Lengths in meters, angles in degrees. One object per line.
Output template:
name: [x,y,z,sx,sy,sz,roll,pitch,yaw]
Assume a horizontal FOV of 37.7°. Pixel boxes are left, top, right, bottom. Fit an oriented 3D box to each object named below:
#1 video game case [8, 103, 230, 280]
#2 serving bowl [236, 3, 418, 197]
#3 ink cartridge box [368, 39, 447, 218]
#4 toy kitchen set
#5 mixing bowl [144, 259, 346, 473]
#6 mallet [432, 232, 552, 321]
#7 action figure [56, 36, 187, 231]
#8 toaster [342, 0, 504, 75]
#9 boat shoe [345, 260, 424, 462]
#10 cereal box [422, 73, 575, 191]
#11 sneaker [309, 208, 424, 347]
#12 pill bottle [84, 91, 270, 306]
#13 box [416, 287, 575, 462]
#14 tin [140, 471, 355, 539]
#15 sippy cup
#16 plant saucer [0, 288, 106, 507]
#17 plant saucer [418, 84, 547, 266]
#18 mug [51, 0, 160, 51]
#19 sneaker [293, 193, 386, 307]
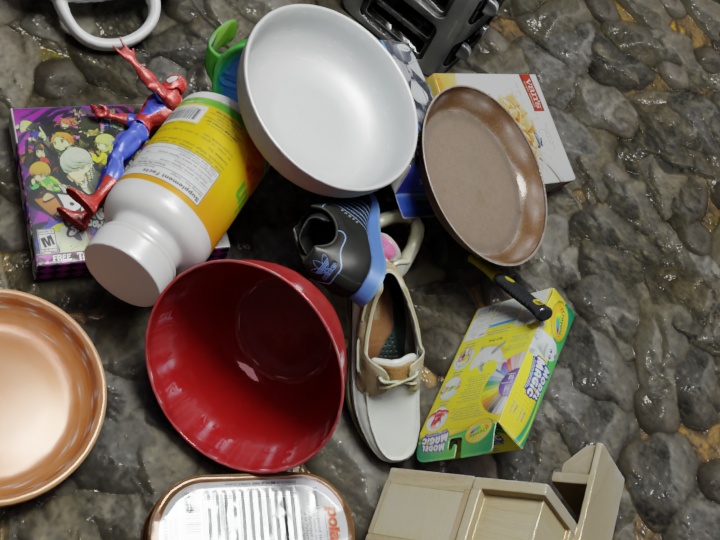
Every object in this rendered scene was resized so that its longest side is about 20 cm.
video game case: [-0.247,-0.087,1.081,0.196,0.036,0.184,-5,64,-24]
serving bowl: [-0.040,-0.158,1.038,0.197,0.066,0.204,15,61,-29]
ink cartridge box: [0.050,-0.155,1.141,0.099,0.039,0.203,-8,71,-49]
toy kitchen set: [0.147,0.248,1.035,0.201,0.178,0.165,52,50,-38]
mixing bowl: [-0.090,0.073,0.985,0.199,0.201,0.108,40,25,4]
mallet: [0.135,0.006,1.119,0.065,0.042,0.200,1,21,-17]
action figure: [-0.248,-0.146,1.050,0.099,0.065,0.201,41,54,-10]
toaster: [0.086,-0.365,1.281,0.199,0.181,0.119,39,57,2]
boat shoe: [0.024,0.092,1.032,0.073,0.068,0.204,-11,94,-18]
cereal box: [0.161,-0.159,1.240,0.198,0.039,0.146,-11,78,-44]
sneaker: [0.000,0.000,1.101,0.081,0.088,0.201,36,56,1]
pill bottle: [-0.175,-0.067,1.009,0.110,0.111,0.202,32,55,-2]
box: [0.136,0.116,1.073,0.048,0.116,0.201,46,53,-20]
tin: [-0.099,0.243,0.960,0.196,0.042,0.114,2,66,-21]
sippy cup: [-0.076,-0.213,1.171,0.179,0.138,0.131,58,43,-17]
plant saucer: [-0.327,0.114,0.938,0.196,0.038,0.204,9,61,-17]
plant saucer: [0.127,-0.098,1.129,0.198,0.032,0.204,20,59,-38]
mug: [-0.288,-0.344,1.155,0.173,0.147,0.204,-19,101,-21]
sneaker: [-0.027,-0.045,1.029,0.077,0.070,0.201,31,20,-24]
